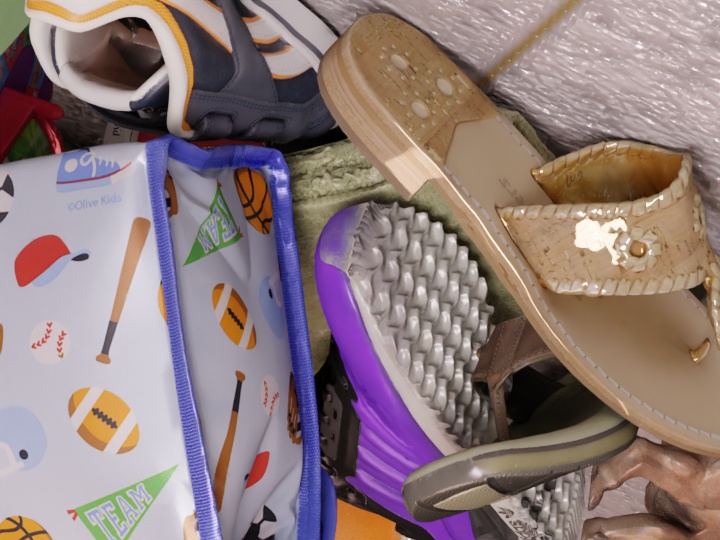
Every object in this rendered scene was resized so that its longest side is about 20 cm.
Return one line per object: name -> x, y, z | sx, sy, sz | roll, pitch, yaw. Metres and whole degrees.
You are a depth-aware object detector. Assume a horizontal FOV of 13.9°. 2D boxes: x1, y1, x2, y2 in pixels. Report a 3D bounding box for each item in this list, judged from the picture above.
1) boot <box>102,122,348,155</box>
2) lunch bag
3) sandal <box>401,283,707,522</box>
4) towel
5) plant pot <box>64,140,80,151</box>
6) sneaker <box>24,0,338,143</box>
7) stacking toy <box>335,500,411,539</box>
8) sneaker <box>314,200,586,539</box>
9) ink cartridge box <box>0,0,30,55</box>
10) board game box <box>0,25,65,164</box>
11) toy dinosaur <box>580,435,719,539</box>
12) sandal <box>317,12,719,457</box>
boot -> -0.001, -0.006, 1.255 | 0.144, 0.072, 0.200 | 11, 158, 40
lunch bag -> -0.105, 0.063, 1.069 | 0.170, 0.200, 0.124 | -10, 175, 26
sandal -> 0.073, 0.037, 1.082 | 0.080, 0.201, 0.057 | -25, 96, 39
towel -> 0.000, 0.000, 1.157 | 0.200, 0.036, 0.148 | -15, 141, 20
plant pot -> -0.125, 0.033, 1.458 | 0.200, 0.187, 0.187 | 17, 170, -17
sneaker -> -0.067, -0.081, 1.073 | 0.078, 0.079, 0.200 | 18, 166, 28
stacking toy -> -0.046, 0.108, 1.382 | 0.200, 0.146, 0.146 | 1, 161, 11
sneaker -> 0.009, 0.051, 1.141 | 0.099, 0.070, 0.200 | -4, 141, 27
ink cartridge box -> -0.189, -0.115, 1.032 | 0.200, 0.146, 0.048 | 39, -176, -39
board game box -> -0.154, -0.016, 1.230 | 0.039, 0.200, 0.158 | 19, -178, 11
toy dinosaur -> 0.163, 0.082, 1.229 | 0.135, 0.086, 0.200 | 6, 147, 3
sandal -> 0.083, -0.022, 1.030 | 0.212, 0.078, 0.070 | 42, 129, -6
